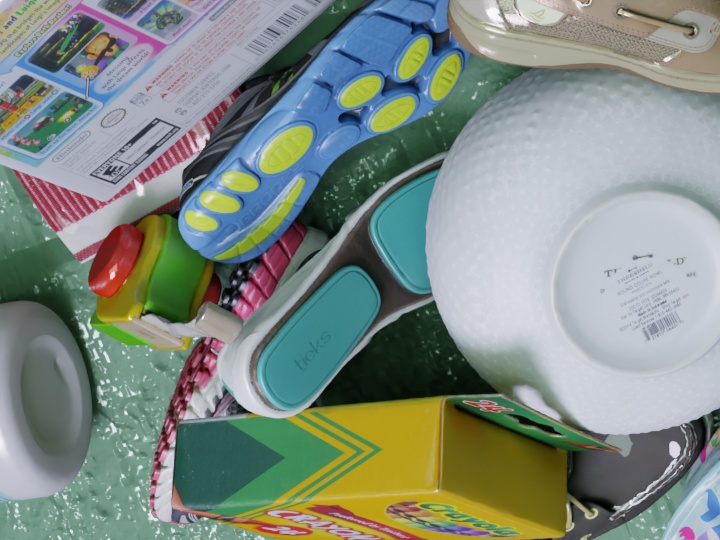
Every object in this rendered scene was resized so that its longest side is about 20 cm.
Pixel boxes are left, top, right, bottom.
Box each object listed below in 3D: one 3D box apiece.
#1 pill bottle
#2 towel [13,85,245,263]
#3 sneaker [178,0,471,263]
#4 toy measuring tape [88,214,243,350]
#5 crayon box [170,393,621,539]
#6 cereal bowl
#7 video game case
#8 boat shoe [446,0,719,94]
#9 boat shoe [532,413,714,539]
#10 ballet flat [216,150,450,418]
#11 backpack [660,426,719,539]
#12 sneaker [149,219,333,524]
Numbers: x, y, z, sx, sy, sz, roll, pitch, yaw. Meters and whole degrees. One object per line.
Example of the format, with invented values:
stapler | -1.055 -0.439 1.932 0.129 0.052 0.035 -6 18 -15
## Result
pill bottle | -0.262 0.084 1.378 0.199 0.111 0.112 -9 107 21
towel | -0.151 -0.119 1.314 0.143 0.023 0.201 -27 101 23
sneaker | -0.023 -0.091 1.249 0.199 0.083 0.071 -41 125 14
toy measuring tape | -0.096 0.004 1.274 0.074 0.073 0.200 62 159 -10
crayon box | 0.018 0.105 1.236 0.199 0.127 0.051 -8 70 35
cereal bowl | 0.134 -0.007 1.188 0.198 0.083 0.202 -1 108 -4
video game case | -0.119 -0.122 1.208 0.200 0.182 0.024 -39 59 20
boat shoe | 0.143 -0.132 1.146 0.198 0.072 0.065 1 135 -8
boat shoe | 0.099 0.123 1.296 0.200 0.061 0.072 -29 99 26
ballet flat | 0.000 0.000 1.241 0.069 0.200 0.070 38 154 23
backpack | 0.250 0.134 1.207 0.177 0.151 0.200 43 122 -2
sneaker | -0.059 0.066 1.320 0.074 0.081 0.201 25 120 -9
